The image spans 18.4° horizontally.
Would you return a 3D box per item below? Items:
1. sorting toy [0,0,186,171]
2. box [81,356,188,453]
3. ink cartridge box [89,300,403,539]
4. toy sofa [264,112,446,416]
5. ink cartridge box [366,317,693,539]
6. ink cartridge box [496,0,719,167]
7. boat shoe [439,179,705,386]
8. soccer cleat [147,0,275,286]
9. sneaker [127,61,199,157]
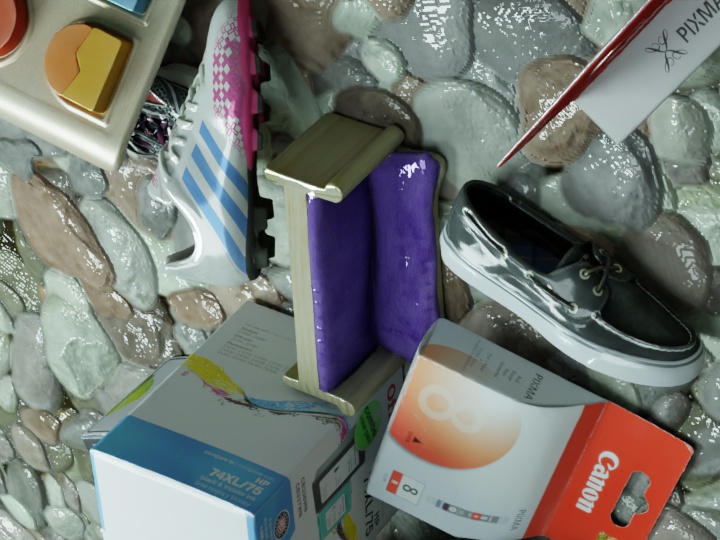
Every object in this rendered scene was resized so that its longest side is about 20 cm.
[{"bbox_3d":[-0.210,-0.193,1.538,0.184,0.036,0.201,26,103,22],"label":"sorting toy"},{"bbox_3d":[-0.125,0.180,1.766,0.060,0.117,0.201,-4,120,44],"label":"box"},{"bbox_3d":[-0.076,0.150,1.635,0.145,0.200,0.147,18,132,27],"label":"ink cartridge box"},{"bbox_3d":[0.000,0.000,1.542,0.097,0.083,0.201,20,133,28],"label":"toy sofa"},{"bbox_3d":[0.114,0.141,1.561,0.199,0.050,0.163,28,136,9],"label":"ink cartridge box"},{"bbox_3d":[0.179,-0.136,1.213,0.045,0.176,0.200,44,139,2],"label":"ink cartridge box"},{"bbox_3d":[0.137,0.008,1.446,0.199,0.069,0.057,30,136,22],"label":"boat shoe"},{"bbox_3d":[-0.105,-0.087,1.518,0.086,0.070,0.201,0,99,4],"label":"soccer cleat"},{"bbox_3d":[-0.162,-0.115,1.594,0.199,0.075,0.081,33,137,15],"label":"sneaker"}]
